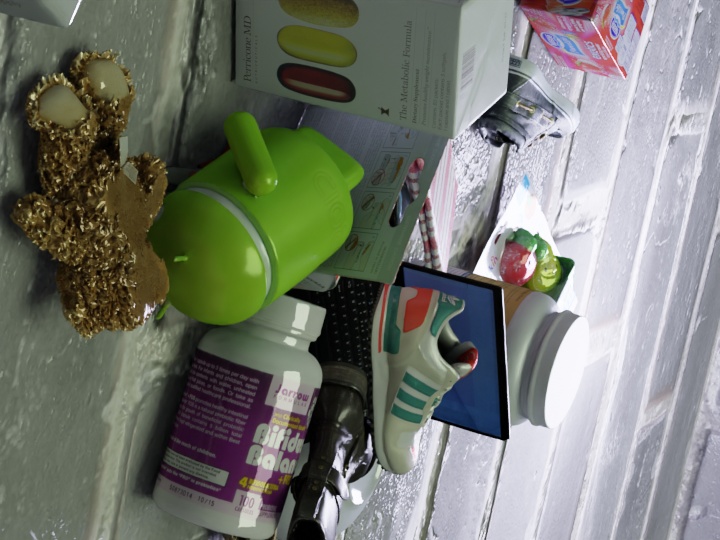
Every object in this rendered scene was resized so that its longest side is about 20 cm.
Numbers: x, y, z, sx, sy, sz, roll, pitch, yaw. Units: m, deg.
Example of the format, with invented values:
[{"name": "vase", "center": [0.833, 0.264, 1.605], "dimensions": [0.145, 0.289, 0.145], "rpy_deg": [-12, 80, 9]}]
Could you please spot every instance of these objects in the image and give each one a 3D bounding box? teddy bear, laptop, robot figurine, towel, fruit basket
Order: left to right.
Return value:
[{"name": "teddy bear", "center": [-0.190, -0.054, 1.215], "dimensions": [0.201, 0.066, 0.146], "rpy_deg": [74, 29, -42]}, {"name": "robot figurine", "center": [-0.085, -0.035, 1.356], "dimensions": [0.200, 0.115, 0.176], "rpy_deg": [-39, 160, -38]}, {"name": "laptop", "center": [0.024, 0.092, 1.592], "dimensions": [0.199, 0.103, 0.178], "rpy_deg": [-17, 124, -16]}, {"name": "towel", "center": [0.068, -0.100, 1.752], "dimensions": [0.201, 0.030, 0.147], "rpy_deg": [78, 16, -45]}, {"name": "fruit basket", "center": [0.195, 0.011, 2.086], "dimensions": [0.186, 0.093, 0.201], "rpy_deg": [-61, 151, -28]}]

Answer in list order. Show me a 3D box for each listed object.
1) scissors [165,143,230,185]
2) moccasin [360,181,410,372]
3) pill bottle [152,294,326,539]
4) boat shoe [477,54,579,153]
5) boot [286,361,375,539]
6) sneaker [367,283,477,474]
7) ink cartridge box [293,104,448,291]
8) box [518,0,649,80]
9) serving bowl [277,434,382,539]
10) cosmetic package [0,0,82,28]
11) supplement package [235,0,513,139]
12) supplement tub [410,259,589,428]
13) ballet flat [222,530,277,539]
[{"name": "scissors", "center": [-0.130, -0.067, 1.387], "dimensions": [0.200, 0.014, 0.074], "rpy_deg": [-28, 132, -61]}, {"name": "moccasin", "center": [0.000, 0.000, 1.661], "dimensions": [0.068, 0.080, 0.202], "rpy_deg": [58, 39, -81]}, {"name": "pill bottle", "center": [-0.096, 0.116, 1.464], "dimensions": [0.112, 0.112, 0.202], "rpy_deg": [19, 87, -67]}, {"name": "boat shoe", "center": [0.187, -0.170, 1.983], "dimensions": [0.200, 0.070, 0.092], "rpy_deg": [32, 77, -59]}, {"name": "boot", "center": [-0.033, 0.194, 1.532], "dimensions": [0.201, 0.069, 0.175], "rpy_deg": [82, 16, -56]}, {"name": "sneaker", "center": [0.058, 0.102, 1.548], "dimensions": [0.070, 0.093, 0.201], "rpy_deg": [-72, 162, -58]}, {"name": "ink cartridge box", "center": [0.001, -0.061, 1.465], "dimensions": [0.050, 0.199, 0.163], "rpy_deg": [33, 73, -40]}, {"name": "box", "center": [0.263, -0.308, 2.021], "dimensions": [0.200, 0.095, 0.100], "rpy_deg": [35, 73, -66]}, {"name": "serving bowl", "center": [-0.020, 0.185, 1.744], "dimensions": [0.200, 0.065, 0.201], "rpy_deg": [-45, 143, -48]}, {"name": "cosmetic package", "center": [-0.220, -0.253, 0.867], "dimensions": [0.166, 0.164, 0.200], "rpy_deg": [-68, 158, -14]}, {"name": "supplement package", "center": [0.010, -0.195, 1.386], "dimensions": [0.110, 0.199, 0.115], "rpy_deg": [-43, 141, -51]}, {"name": "supplement tub", "center": [0.128, 0.080, 1.837], "dimensions": [0.145, 0.199, 0.146], "rpy_deg": [-46, 144, -48]}, {"name": "ballet flat", "center": [-0.086, 0.173, 1.565], "dimensions": [0.067, 0.067, 0.202], "rpy_deg": [-115, -151, -67]}]
